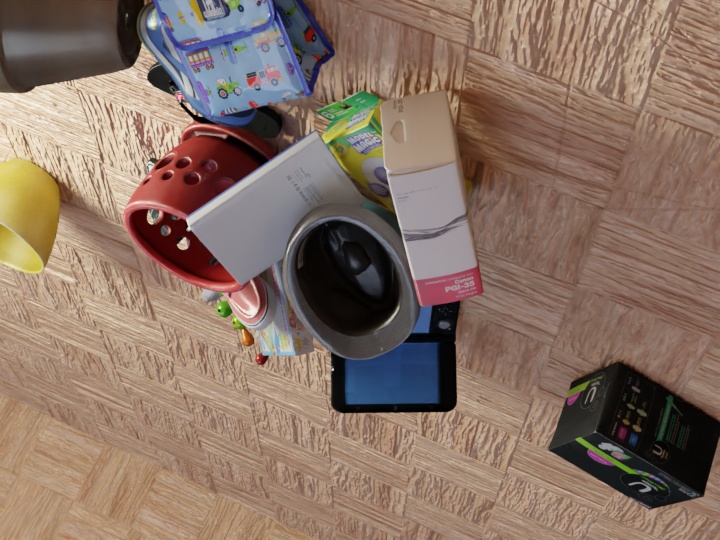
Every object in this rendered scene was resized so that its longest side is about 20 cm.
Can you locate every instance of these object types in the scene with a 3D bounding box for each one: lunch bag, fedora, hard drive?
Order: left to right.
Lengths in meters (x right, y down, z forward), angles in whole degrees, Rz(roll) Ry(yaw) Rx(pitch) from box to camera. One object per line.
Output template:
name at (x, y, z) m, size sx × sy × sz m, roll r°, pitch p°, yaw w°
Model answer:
lunch bag at (-0.144, -0.291, 1.293) m, size 0.148 × 0.095 × 0.202 m, roll -8°, pitch 129°, yaw 30°
hard drive at (-0.107, -0.078, 1.458) m, size 0.132 × 0.198 × 0.026 m, roll 52°, pitch -172°, yaw -44°
fedora at (-0.005, 0.003, 1.457) m, size 0.176 × 0.090 × 0.201 m, roll -32°, pitch 97°, yaw 23°

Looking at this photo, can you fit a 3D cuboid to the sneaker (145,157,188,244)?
sneaker at (-0.307, -0.110, 1.821) m, size 0.079 × 0.076 × 0.201 m, roll 34°, pitch 148°, yaw 10°

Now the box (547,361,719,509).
box at (0.414, 0.252, 1.718) m, size 0.198 × 0.126 × 0.149 m, roll 30°, pitch 154°, yaw -8°

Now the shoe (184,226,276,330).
shoe at (-0.199, 0.006, 1.699) m, size 0.091 × 0.072 × 0.201 m, roll 31°, pitch -162°, yaw -45°

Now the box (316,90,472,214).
box at (0.035, -0.143, 1.443) m, size 0.199 × 0.049 × 0.117 m, roll 41°, pitch 151°, yaw -23°

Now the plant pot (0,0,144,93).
plant pot at (-0.359, -0.309, 1.377) m, size 0.170 × 0.203 × 0.201 m, roll 7°, pitch 152°, yaw 5°

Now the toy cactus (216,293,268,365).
toy cactus at (-0.156, 0.033, 1.834) m, size 0.202 × 0.163 × 0.102 m, roll 60°, pitch 177°, yaw 5°

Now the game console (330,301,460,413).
game console at (0.053, 0.119, 1.721) m, size 0.196 × 0.120 × 0.174 m, roll -1°, pitch 141°, yaw -3°

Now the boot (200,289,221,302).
boot at (-0.208, 0.028, 1.955) m, size 0.095 × 0.074 × 0.200 m, roll 37°, pitch 152°, yaw -5°

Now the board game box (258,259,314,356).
board game box at (-0.130, 0.027, 1.730) m, size 0.034 × 0.204 × 0.134 m, roll -12°, pitch -177°, yaw -26°

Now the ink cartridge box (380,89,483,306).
ink cartridge box at (0.084, -0.084, 1.326) m, size 0.081 × 0.148 × 0.202 m, roll -10°, pitch 131°, yaw 7°

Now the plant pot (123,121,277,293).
plant pot at (-0.207, -0.099, 1.595) m, size 0.197 × 0.184 × 0.201 m, roll 21°, pitch 155°, yaw 11°

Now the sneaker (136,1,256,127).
sneaker at (-0.191, -0.256, 1.421) m, size 0.081 × 0.075 × 0.200 m, roll -4°, pitch 142°, yaw 44°

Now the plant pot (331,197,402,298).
plant pot at (0.000, 0.000, 1.588) m, size 0.198 × 0.136 × 0.200 m, roll 30°, pitch 168°, yaw 7°

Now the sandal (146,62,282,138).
sandal at (-0.200, -0.222, 1.520) m, size 0.197 × 0.046 × 0.075 m, roll 26°, pitch 155°, yaw 3°

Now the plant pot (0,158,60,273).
plant pot at (-0.610, -0.111, 2.006) m, size 0.197 × 0.144 × 0.201 m, roll 22°, pitch 155°, yaw 11°
